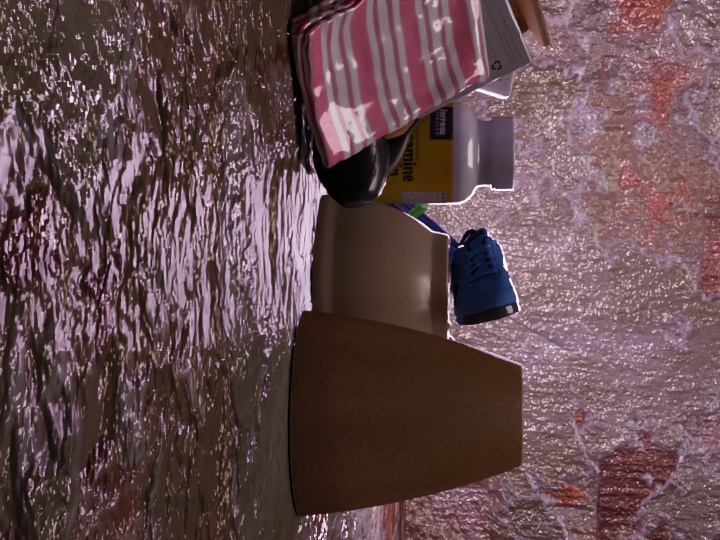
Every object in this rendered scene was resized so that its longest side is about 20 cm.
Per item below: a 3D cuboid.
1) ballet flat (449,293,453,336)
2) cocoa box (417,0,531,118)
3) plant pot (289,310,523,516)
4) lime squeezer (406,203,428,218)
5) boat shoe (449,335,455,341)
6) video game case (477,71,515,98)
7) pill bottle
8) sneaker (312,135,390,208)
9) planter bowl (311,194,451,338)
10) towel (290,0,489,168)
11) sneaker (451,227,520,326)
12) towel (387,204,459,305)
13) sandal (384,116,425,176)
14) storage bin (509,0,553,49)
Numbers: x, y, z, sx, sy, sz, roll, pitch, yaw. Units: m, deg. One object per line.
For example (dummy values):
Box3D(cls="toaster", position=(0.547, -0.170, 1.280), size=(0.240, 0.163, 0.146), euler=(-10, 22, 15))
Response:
Box3D(cls="ballet flat", position=(0.083, 0.057, 1.591), size=(0.072, 0.072, 0.200), euler=(-79, 171, -67))
Box3D(cls="cocoa box", position=(0.059, -0.278, 1.228), size=(0.200, 0.133, 0.131), euler=(60, 10, -35))
Box3D(cls="plant pot", position=(0.046, 0.128, 1.160), size=(0.186, 0.200, 0.187), euler=(-1, 90, -86))
Box3D(cls="lime squeezer", position=(0.000, 0.000, 1.464), size=(0.071, 0.038, 0.200), euler=(-6, 131, -55))
Box3D(cls="boat shoe", position=(0.047, 0.141, 1.371), size=(0.200, 0.067, 0.074), euler=(-44, 161, -24))
Box3D(cls="video game case", position=(0.108, -0.324, 1.567), size=(0.022, 0.200, 0.183), euler=(162, -59, -73))
Box3D(cls="pill bottle", position=(0.068, -0.129, 1.408), size=(0.112, 0.200, 0.112), euler=(0, 90, -86))
Box3D(cls="sneaker", position=(-0.021, -0.156, 1.204), size=(0.079, 0.075, 0.200), euler=(53, 28, -67))
Box3D(cls="planter bowl", position=(0.027, 0.021, 1.322), size=(0.200, 0.135, 0.200), euler=(0, 90, -85))
Box3D(cls="towel", position=(0.034, -0.193, 1.136), size=(0.030, 0.200, 0.146), euler=(37, -30, 44))
Box3D(cls="sneaker", position=(0.122, 0.003, 1.330), size=(0.200, 0.066, 0.079), euler=(-82, 159, -77))
Box3D(cls="towel", position=(0.072, -0.017, 1.611), size=(0.024, 0.145, 0.200), euler=(-46, 174, -23))
Box3D(cls="sandal", position=(0.036, -0.166, 1.332), size=(0.200, 0.082, 0.055), euler=(-45, 170, -4))
Box3D(cls="storage bin", position=(0.095, -0.272, 1.432), size=(0.094, 0.200, 0.199), euler=(62, 4, 29))
